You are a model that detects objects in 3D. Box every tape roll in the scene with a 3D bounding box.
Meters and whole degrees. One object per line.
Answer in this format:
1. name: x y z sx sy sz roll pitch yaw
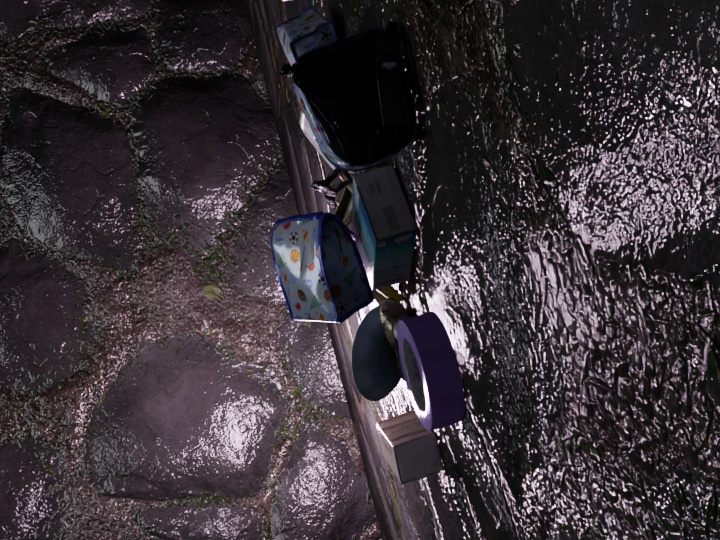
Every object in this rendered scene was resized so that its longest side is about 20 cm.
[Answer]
1. tape roll: 0.125 0.181 1.412 0.200 0.064 0.204 166 91 -82

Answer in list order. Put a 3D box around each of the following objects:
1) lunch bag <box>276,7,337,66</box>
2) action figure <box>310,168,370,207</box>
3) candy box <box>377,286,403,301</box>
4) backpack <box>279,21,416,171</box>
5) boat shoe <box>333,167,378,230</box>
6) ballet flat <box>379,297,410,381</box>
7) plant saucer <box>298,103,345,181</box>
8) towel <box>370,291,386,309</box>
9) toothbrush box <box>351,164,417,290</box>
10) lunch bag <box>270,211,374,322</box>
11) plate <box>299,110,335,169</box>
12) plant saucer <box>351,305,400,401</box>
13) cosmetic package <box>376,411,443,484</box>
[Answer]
1. lunch bag: -0.093 -0.444 1.704 0.202 0.122 0.171 63 180 -34
2. action figure: -0.009 -0.217 1.502 0.101 0.202 0.119 24 164 22
3. candy box: 0.000 0.000 1.676 0.199 0.027 0.102 37 -176 -15
4. backpack: -0.006 -0.254 1.219 0.154 0.197 0.194 120 129 -85
5. boat shoe: -0.018 -0.150 1.630 0.074 0.062 0.203 56 134 45
6. ballet flat: 0.095 0.149 1.597 0.075 0.067 0.203 29 141 55
7. plant saucer: -0.071 -0.279 1.688 0.203 0.032 0.200 60 -178 -3
8. towel: 0.056 0.104 1.813 0.200 0.034 0.135 -125 14 -68
9. toothbrush box: 0.042 -0.078 1.487 0.201 0.084 0.149 91 162 -64
10. lunch bag: -0.082 -0.014 1.528 0.168 0.123 0.203 -4 111 49
11. plate: -0.085 -0.313 1.858 0.201 0.032 0.200 51 171 2
12. plant saucer: 0.055 0.176 1.645 0.038 0.200 0.205 5 115 37
13. cosmetic package: 0.106 0.391 1.744 0.200 0.101 0.089 -161 56 -78
